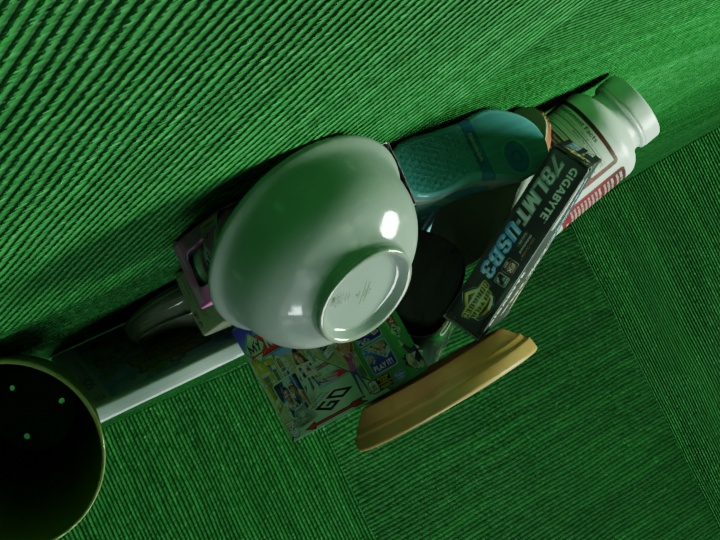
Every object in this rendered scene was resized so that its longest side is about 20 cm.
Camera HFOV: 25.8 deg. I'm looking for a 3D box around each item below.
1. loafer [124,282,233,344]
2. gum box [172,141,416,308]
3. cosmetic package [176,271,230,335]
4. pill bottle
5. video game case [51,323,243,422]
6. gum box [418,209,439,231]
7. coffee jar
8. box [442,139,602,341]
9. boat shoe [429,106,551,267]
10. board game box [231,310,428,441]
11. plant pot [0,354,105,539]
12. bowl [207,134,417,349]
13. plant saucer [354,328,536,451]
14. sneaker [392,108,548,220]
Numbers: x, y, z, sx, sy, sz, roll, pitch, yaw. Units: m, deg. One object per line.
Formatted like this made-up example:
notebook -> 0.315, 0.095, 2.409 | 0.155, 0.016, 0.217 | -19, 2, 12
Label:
loafer -> -0.160, 0.034, 1.699 | 0.199, 0.070, 0.070 | -27, 176, 3
gum box -> -0.064, -0.039, 1.407 | 0.199, 0.067, 0.113 | -24, 176, -29
cosmetic package -> -0.095, -0.008, 1.565 | 0.105, 0.072, 0.200 | -25, 176, -31
pill bottle -> 0.235, -0.124, 1.769 | 0.200, 0.113, 0.113 | -39, 177, -4
video game case -> -0.231, 0.090, 1.745 | 0.199, 0.022, 0.182 | -25, -156, -16
gum box -> 0.048, -0.034, 1.752 | 0.201, 0.044, 0.170 | -56, 172, 7
coffee jar -> 0.058, 0.032, 1.627 | 0.200, 0.085, 0.105 | 90, 25, -73
box -> 0.166, -0.035, 1.565 | 0.201, 0.049, 0.198 | -59, 174, 10
boat shoe -> 0.140, -0.086, 1.685 | 0.201, 0.071, 0.063 | -59, 173, 6
board game box -> -0.034, 0.079, 1.576 | 0.029, 0.135, 0.200 | -28, 177, -46
plant pot -> -0.342, 0.160, 1.584 | 0.186, 0.188, 0.200 | -26, -170, 0
bowl -> -0.020, -0.005, 1.300 | 0.200, 0.090, 0.202 | -30, 144, -24
plant saucer -> 0.077, 0.110, 1.519 | 0.199, 0.038, 0.200 | -30, 178, -1
sneaker -> 0.083, -0.096, 1.565 | 0.199, 0.080, 0.130 | -12, 167, -33
